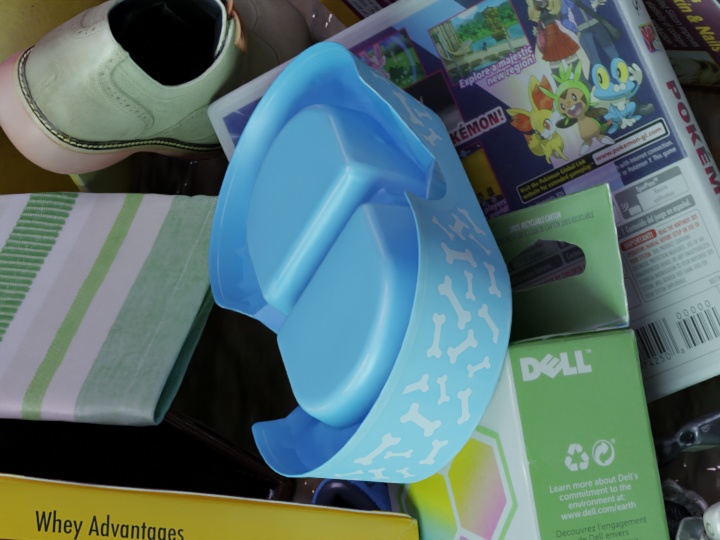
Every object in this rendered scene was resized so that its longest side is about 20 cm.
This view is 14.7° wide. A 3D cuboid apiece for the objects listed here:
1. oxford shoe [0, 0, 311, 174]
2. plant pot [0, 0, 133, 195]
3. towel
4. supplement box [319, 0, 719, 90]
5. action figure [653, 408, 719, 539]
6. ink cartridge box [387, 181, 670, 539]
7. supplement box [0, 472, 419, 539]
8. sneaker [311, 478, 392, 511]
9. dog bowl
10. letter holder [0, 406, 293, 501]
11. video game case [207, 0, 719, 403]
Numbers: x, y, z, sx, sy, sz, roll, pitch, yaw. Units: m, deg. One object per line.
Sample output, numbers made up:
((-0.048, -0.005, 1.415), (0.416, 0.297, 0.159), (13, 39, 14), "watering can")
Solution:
((-0.068, -0.089, 1.178), (0.074, 0.200, 0.071), (-34, 87, 33), "oxford shoe")
((-0.182, -0.084, 1.251), (0.199, 0.200, 0.142), (-2, 47, 28), "plant pot")
((-0.154, 0.014, 1.113), (0.199, 0.023, 0.153), (1, 34, 15), "towel")
((0.078, -0.149, 1.155), (0.199, 0.131, 0.104), (7, 71, 30), "supplement box")
((0.152, 0.099, 1.023), (0.200, 0.102, 0.120), (-15, 87, 65), "action figure")
((0.058, 0.077, 1.025), (0.104, 0.059, 0.201), (-19, 79, 61), "ink cartridge box")
((-0.087, 0.188, 0.986), (0.132, 0.197, 0.201), (-20, 68, 45), "supplement box")
((0.009, 0.175, 1.076), (0.066, 0.078, 0.201), (-14, 72, 21), "sneaker")
((0.000, 0.000, 1.029), (0.112, 0.049, 0.200), (-57, 29, 24), "dog bowl")
((-0.155, 0.089, 1.172), (0.199, 0.142, 0.101), (13, 75, 32), "letter holder")
((0.049, -0.021, 1.099), (0.199, 0.023, 0.183), (-25, 88, 36), "video game case")
